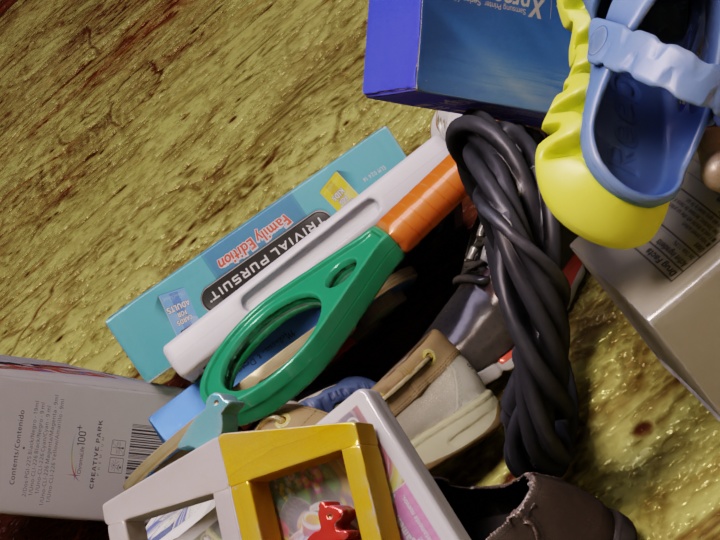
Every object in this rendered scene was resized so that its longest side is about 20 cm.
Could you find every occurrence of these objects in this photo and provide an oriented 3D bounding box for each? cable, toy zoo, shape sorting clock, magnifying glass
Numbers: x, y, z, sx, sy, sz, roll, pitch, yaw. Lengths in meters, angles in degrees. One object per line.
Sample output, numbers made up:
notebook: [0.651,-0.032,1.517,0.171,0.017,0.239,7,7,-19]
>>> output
cable: [0.069,0.013,0.842,0.050,0.165,0.200,-4,-8,6]
toy zoo: [-0.038,0.148,0.794,0.130,0.020,0.202,-19,75,23]
shape sorting clock: [-0.047,0.063,1.040,0.199,0.039,0.200,-37,-9,-7]
magnifying glass: [0.000,0.000,0.924,0.200,0.022,0.080,-45,24,-4]

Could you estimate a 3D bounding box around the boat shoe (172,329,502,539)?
boat shoe: [-0.024,0.094,0.915,0.199,0.067,0.074,-27,-7,-28]

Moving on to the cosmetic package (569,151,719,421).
cosmetic package: [0.205,-0.031,0.831,0.200,0.087,0.103,-39,25,3]

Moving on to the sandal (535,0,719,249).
sandal: [0.123,-0.110,0.784,0.087,0.079,0.202,-40,41,49]

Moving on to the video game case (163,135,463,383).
video game case: [-0.019,0.005,1.057,0.182,0.023,0.200,-38,-9,-2]

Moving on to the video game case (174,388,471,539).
video game case: [-0.033,0.167,0.811,0.200,0.144,0.018,-40,-22,17]

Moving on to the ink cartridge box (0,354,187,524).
ink cartridge box: [-0.226,0.095,1.152,0.199,0.174,0.085,4,86,59]

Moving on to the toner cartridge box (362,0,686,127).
toner cartridge box: [0.096,-0.113,0.865,0.043,0.199,0.096,2,87,56]

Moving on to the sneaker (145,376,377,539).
sneaker: [-0.068,0.124,1.000,0.200,0.075,0.088,-43,23,-5]

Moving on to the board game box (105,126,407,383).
board game box: [-0.060,-0.009,1.163,0.199,0.047,0.151,-35,3,-3]

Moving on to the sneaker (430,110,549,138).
sneaker: [0.077,-0.076,1.123,0.084,0.073,0.200,-36,7,26]

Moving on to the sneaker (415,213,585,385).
sneaker: [0.081,-0.021,1.009,0.200,0.082,0.077,-49,25,-16]

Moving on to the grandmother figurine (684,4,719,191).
grandmother figurine: [0.183,-0.085,0.780,0.121,0.061,0.200,-31,27,0]

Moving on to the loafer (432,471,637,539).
loafer: [0.030,0.125,0.853,0.199,0.071,0.073,-22,30,37]
